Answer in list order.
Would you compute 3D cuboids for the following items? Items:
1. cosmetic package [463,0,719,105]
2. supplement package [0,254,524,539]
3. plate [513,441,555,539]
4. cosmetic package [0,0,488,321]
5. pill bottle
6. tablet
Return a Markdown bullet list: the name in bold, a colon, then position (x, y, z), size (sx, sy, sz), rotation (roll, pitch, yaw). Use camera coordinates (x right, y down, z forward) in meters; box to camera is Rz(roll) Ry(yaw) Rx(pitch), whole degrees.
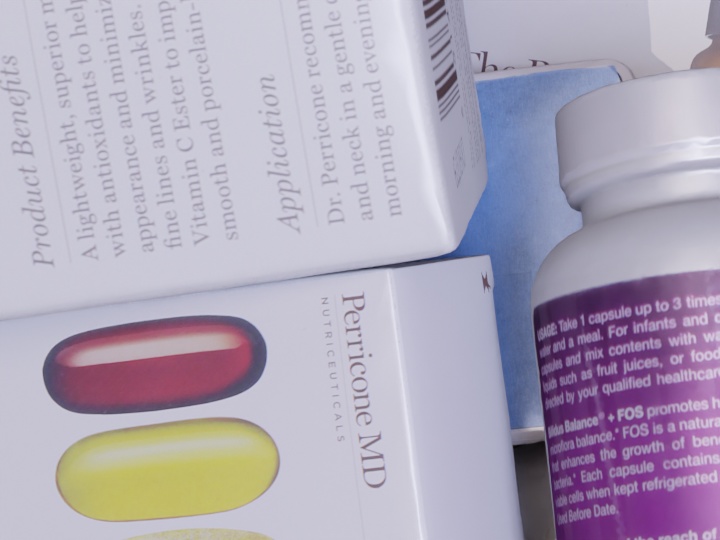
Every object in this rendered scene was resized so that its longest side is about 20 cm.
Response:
- **cosmetic package**: position (0.128, -0.090, 0.917), size (0.200, 0.052, 0.151), rotation (8, 88, 16)
- **supplement package**: position (-0.060, 0.061, 0.825), size (0.200, 0.110, 0.114), rotation (-8, 90, 19)
- **plate**: position (0.144, 0.125, 0.863), size (0.199, 0.032, 0.200), rotation (-23, 73, 22)
- **cosmetic package**: position (-0.073, -0.081, 0.812), size (0.200, 0.165, 0.165), rotation (-7, 99, 8)
- **pill bottle**: position (0.111, 0.044, 0.810), size (0.112, 0.112, 0.200), rotation (-7, 80, 8)
- **tablet**: position (0.000, 0.000, 0.898), size (0.200, 0.014, 0.130), rotation (-6, 77, 9)
